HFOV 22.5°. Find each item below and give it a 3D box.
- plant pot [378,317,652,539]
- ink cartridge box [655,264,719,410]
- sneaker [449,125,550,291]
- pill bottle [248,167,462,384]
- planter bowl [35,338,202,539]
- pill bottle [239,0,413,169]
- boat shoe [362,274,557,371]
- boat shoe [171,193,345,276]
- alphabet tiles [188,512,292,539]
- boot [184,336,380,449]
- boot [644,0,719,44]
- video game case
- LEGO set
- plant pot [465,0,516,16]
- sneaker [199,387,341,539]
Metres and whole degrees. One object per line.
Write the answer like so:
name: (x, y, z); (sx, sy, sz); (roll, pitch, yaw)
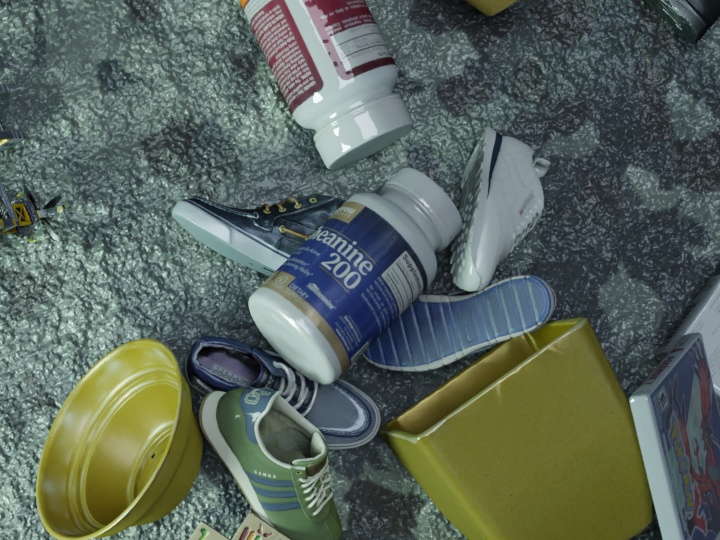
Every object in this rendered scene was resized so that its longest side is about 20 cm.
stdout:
plant pot: (0.161, 0.181, 1.690); (0.193, 0.195, 0.201); (-34, 94, -10)
ink cartridge box: (0.418, 0.083, 1.801); (0.200, 0.057, 0.163); (40, 79, -7)
sneaker: (0.137, -0.055, 1.741); (0.080, 0.077, 0.201); (23, 49, -9)
pill bottle: (0.000, 0.000, 1.678); (0.111, 0.111, 0.200); (45, 71, 2)
planter bowl: (-0.206, 0.171, 1.677); (0.083, 0.199, 0.202); (34, 77, -36)
pill bottle: (-0.032, -0.209, 1.759); (0.113, 0.114, 0.202); (-24, 85, -9)
boat shoe: (0.097, 0.055, 1.750); (0.198, 0.072, 0.073); (-12, 84, 19)
boat shoe: (-0.079, -0.043, 1.755); (0.199, 0.071, 0.092); (27, 79, -9)
alphabet tiles: (-0.116, 0.335, 1.692); (0.166, 0.006, 0.201); (33, 98, -1)
boot: (-0.073, 0.118, 1.717); (0.198, 0.090, 0.074); (17, 80, -3)
boot: (0.354, -0.357, 1.845); (0.200, 0.066, 0.165); (-45, 97, -7)
video game case: (0.309, 0.181, 1.691); (0.023, 0.182, 0.202); (-10, 102, 28)
LEGO set: (-0.378, -0.088, 1.726); (0.153, 0.116, 0.201); (-34, 81, 20)
plant pot: (0.105, -0.358, 1.775); (0.186, 0.186, 0.201); (-38, 99, -10)
sneaker: (-0.061, 0.186, 1.671); (0.201, 0.089, 0.067); (54, 44, -22)
